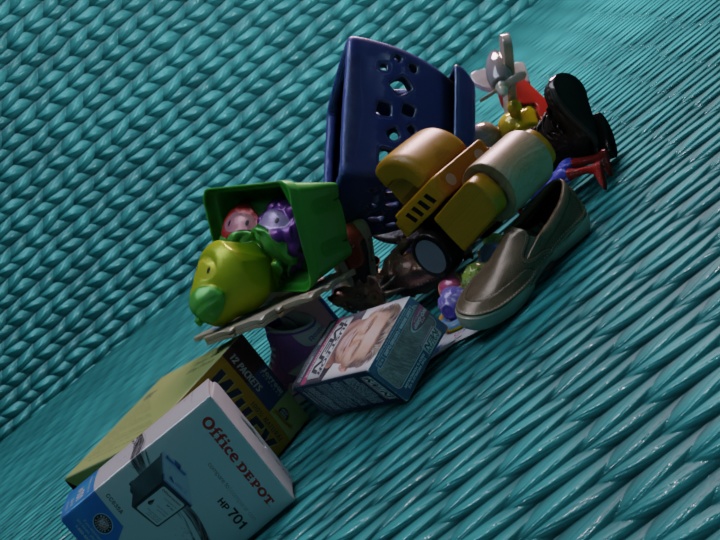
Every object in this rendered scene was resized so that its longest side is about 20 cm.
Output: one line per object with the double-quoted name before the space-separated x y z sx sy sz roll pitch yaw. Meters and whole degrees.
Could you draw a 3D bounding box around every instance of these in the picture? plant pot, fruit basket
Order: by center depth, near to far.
"fruit basket" -0.137 -0.026 1.616 0.212 0.158 0.216 -12 9 2
"plant pot" 0.050 -0.160 1.714 0.200 0.177 0.203 113 161 -67

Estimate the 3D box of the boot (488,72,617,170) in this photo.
"boot" 0.204 -0.149 1.584 0.172 0.200 0.070 -18 62 23

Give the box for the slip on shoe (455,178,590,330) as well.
"slip on shoe" 0.166 -0.018 1.394 0.200 0.061 0.076 -40 33 -21

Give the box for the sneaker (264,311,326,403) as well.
"sneaker" -0.093 0.110 1.684 0.200 0.115 0.073 -31 14 47

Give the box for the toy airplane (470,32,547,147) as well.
"toy airplane" 0.197 -0.205 1.745 0.140 0.202 0.199 -28 7 -12

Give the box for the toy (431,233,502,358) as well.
"toy" 0.123 0.016 1.489 0.115 0.047 0.200 -34 11 37

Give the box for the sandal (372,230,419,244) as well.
"sandal" 0.078 -0.060 1.824 0.199 0.043 0.077 20 75 41

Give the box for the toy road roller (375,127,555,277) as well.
"toy road roller" 0.106 -0.102 1.472 0.123 0.146 0.200 -41 -3 -37

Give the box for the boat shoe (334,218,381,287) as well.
"boat shoe" 0.000 0.000 1.748 0.062 0.071 0.201 -39 -29 -9

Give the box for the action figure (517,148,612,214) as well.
"action figure" 0.204 -0.073 1.575 0.198 0.100 0.065 -9 20 25

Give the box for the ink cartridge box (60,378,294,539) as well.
"ink cartridge box" -0.188 0.236 1.375 0.199 0.147 0.086 -39 9 1

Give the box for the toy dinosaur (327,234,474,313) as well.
"toy dinosaur" 0.069 0.005 1.639 0.199 0.086 0.136 -30 12 25

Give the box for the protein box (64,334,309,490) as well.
"protein box" -0.207 0.213 1.580 0.198 0.135 0.200 -28 15 47

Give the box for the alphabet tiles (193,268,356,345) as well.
"alphabet tiles" -0.104 0.046 1.618 0.194 0.015 0.200 -21 5 32

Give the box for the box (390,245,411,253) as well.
"box" 0.103 -0.045 1.876 0.199 0.032 0.121 -40 10 7

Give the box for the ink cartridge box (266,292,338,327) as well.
"ink cartridge box" -0.096 0.056 1.834 0.084 0.145 0.200 -40 9 -5

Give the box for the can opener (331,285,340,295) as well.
"can opener" -0.006 0.019 1.935 0.200 0.063 0.079 -55 -10 -88

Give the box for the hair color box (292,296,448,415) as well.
"hair color box" 0.007 0.097 1.469 0.101 0.060 0.199 -59 18 -23
